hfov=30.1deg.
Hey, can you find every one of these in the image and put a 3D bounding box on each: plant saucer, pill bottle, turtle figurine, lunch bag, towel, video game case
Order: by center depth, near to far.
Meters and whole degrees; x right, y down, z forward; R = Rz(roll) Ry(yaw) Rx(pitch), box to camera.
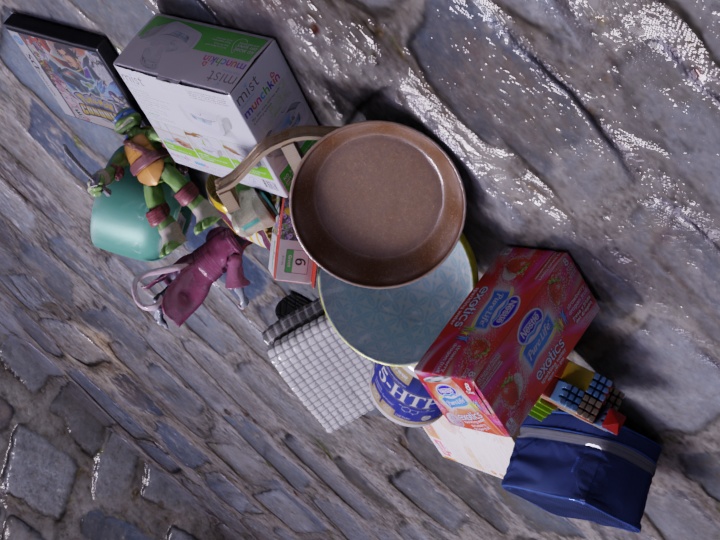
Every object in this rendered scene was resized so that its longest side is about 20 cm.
[{"bbox_3d":[0.020,-0.078,1.502,0.198,0.037,0.203,2,116,4],"label":"plant saucer"},{"bbox_3d":[-0.280,-0.119,1.747,0.195,0.143,0.200,57,169,-4],"label":"turtle figurine"},{"bbox_3d":[0.287,0.249,1.754,0.135,0.134,0.199,30,164,-33],"label":"lunch bag"},{"bbox_3d":[0.088,0.110,1.767,0.119,0.120,0.201,32,145,8],"label":"pill bottle"},{"bbox_3d":[-0.383,-0.266,1.857,0.199,0.026,0.181,20,152,35],"label":"video game case"},{"bbox_3d":[-0.025,0.117,1.906,0.200,0.164,0.086,53,-169,-41],"label":"towel"}]

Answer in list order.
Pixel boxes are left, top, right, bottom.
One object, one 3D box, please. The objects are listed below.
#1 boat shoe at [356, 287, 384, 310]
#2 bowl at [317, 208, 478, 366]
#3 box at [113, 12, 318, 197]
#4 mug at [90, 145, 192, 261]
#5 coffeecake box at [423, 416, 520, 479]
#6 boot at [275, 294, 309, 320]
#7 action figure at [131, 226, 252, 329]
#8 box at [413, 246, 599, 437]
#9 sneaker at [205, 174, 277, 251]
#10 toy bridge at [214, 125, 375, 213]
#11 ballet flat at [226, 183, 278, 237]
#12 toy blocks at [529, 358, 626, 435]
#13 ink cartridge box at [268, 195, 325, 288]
[{"bbox_3d":[0.000,0.000,1.705,0.091,0.070,0.202,-10,100,69],"label":"boat shoe"},{"bbox_3d":[0.059,0.006,1.607,0.199,0.202,0.107,29,-160,17],"label":"bowl"},{"bbox_3d":[-0.166,-0.196,1.585,0.199,0.097,0.177,19,151,37],"label":"box"},{"bbox_3d":[-0.299,-0.099,1.924,0.113,0.186,0.153,16,128,6],"label":"mug"},{"bbox_3d":[0.182,0.227,1.931,0.199,0.073,0.154,15,149,42],"label":"coffeecake box"},{"bbox_3d":[-0.042,0.121,2.080,0.199,0.070,0.132,39,163,24],"label":"boot"},{"bbox_3d":[-0.225,-0.015,1.921,0.134,0.199,0.149,56,-171,34],"label":"action figure"},{"bbox_3d":[0.165,0.076,1.493,0.099,0.200,0.096,7,140,49],"label":"box"},{"bbox_3d":[-0.123,-0.064,1.825,0.199,0.075,0.090,39,165,12],"label":"sneaker"},{"bbox_3d":[-0.073,-0.129,1.512,0.027,0.198,0.067,-103,-11,-45],"label":"toy bridge"},{"bbox_3d":[-0.144,-0.094,1.680,0.068,0.062,0.200,53,-174,-18],"label":"ballet flat"},{"bbox_3d":[0.243,0.136,1.591,0.199,0.101,0.137,29,177,-17],"label":"toy blocks"},{"bbox_3d":[-0.079,-0.043,1.634,0.050,0.110,0.200,6,-175,-7],"label":"ink cartridge box"}]
